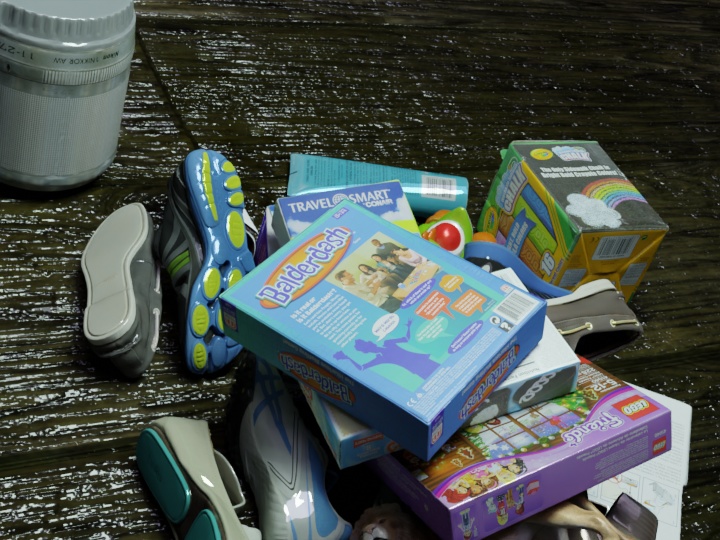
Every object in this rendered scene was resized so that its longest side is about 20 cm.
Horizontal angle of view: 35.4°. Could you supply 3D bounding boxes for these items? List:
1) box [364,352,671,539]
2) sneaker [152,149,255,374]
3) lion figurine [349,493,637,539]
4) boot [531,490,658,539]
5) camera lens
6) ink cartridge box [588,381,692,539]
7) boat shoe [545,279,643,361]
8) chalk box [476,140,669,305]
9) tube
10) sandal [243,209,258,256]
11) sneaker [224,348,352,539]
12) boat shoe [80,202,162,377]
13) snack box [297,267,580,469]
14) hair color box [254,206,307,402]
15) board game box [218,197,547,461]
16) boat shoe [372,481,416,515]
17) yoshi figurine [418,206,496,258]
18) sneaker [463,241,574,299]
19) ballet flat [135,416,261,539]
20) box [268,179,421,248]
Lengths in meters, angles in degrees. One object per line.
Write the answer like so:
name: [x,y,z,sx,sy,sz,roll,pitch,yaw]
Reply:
box: [0.117,0.128,0.864,0.199,0.039,0.137,-19,26,-23]
sneaker: [-0.141,-0.005,1.009,0.070,0.082,0.201,6,71,-38]
lion figurine: [0.098,0.202,0.843,0.199,0.073,0.123,-20,44,-11]
boot: [0.134,0.215,0.888,0.199,0.070,0.146,27,60,24]
camera lens: [-0.304,-0.191,1.089,0.159,0.201,0.161,13,37,-10]
ink cartridge box: [0.193,0.166,1.011,0.198,0.044,0.174,20,50,0]
boat shoe: [0.174,0.066,1.015,0.199,0.072,0.060,-18,55,-35]
chalk box: [0.216,-0.061,1.237,0.124,0.125,0.201,-3,42,-26]
tube: [0.019,-0.092,1.250,0.198,0.051,0.078,9,34,-8]
sandal: [-0.131,-0.026,1.083,0.079,0.060,0.207,3,40,-22]
sneaker: [-0.061,0.144,0.900,0.072,0.072,0.201,6,41,-28]
boat shoe: [-0.210,0.016,1.010,0.066,0.057,0.201,-20,37,8]
snack box: [0.055,0.071,0.875,0.198,0.037,0.116,-16,44,-16]
hair color box: [-0.040,0.032,1.051,0.108,0.065,0.201,9,37,-14]
board game box: [0.016,0.036,0.852,0.199,0.045,0.152,29,51,28]
boat shoe: [0.058,0.142,0.961,0.072,0.062,0.201,21,37,1]
yoshi figurine: [0.065,0.013,1.123,0.113,0.112,0.200,67,27,-5]
sneaker: [0.161,0.047,1.104,0.199,0.070,0.078,30,67,-33]
ballet flat: [-0.107,0.186,0.833,0.069,0.070,0.201,-4,43,-28]
box: [0.000,0.000,0.988,0.121,0.048,0.201,-9,57,-17]
